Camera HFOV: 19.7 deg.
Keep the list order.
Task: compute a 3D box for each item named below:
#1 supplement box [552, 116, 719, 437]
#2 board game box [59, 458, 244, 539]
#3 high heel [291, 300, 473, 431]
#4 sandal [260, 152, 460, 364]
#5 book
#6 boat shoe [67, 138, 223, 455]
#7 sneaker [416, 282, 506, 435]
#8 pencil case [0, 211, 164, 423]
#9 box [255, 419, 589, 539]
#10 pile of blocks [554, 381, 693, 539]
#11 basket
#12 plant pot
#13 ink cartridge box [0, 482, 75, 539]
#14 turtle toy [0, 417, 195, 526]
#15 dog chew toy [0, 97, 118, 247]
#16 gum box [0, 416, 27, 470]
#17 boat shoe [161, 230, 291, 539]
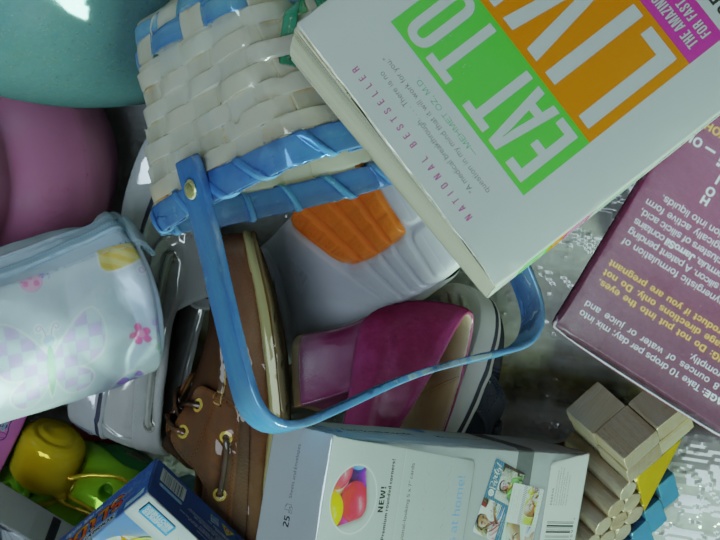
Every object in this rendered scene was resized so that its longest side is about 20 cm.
[{"bbox_3d":[0.191,-0.044,0.965,0.103,0.131,0.201,32,114,7],"label":"supplement box"},{"bbox_3d":[-0.082,0.207,1.052,0.135,0.035,0.200,-40,106,20],"label":"board game box"},{"bbox_3d":[0.023,0.117,1.019,0.095,0.067,0.202,-12,74,27],"label":"high heel"},{"bbox_3d":[-0.004,-0.007,1.088,0.206,0.059,0.080,-32,78,43],"label":"sandal"},{"bbox_3d":[0.089,-0.101,0.846,0.199,0.048,0.134,-38,85,-11],"label":"book"},{"bbox_3d":[-0.097,0.001,1.097,0.065,0.072,0.202,21,97,13],"label":"boat shoe"},{"bbox_3d":[0.035,0.105,1.100,0.078,0.079,0.201,39,107,52],"label":"sneaker"},{"bbox_3d":[-0.195,0.033,1.008,0.198,0.083,0.092,-15,118,-20],"label":"pencil case"},{"bbox_3d":[0.026,0.155,0.979,0.041,0.199,0.158,10,91,40],"label":"box"},{"bbox_3d":[0.112,0.137,1.096,0.062,0.082,0.201,42,112,38],"label":"pile of blocks"},{"bbox_3d":[-0.010,-0.041,0.932,0.139,0.175,0.202,-16,91,50],"label":"basket"},{"bbox_3d":[-0.118,-0.159,1.015,0.134,0.201,0.201,29,117,-19],"label":"plant pot"},{"bbox_3d":[-0.135,0.204,1.095,0.199,0.039,0.100,32,112,-12],"label":"ink cartridge box"},{"bbox_3d":[-0.166,0.141,1.162,0.199,0.101,0.147,29,115,7],"label":"turtle toy"},{"bbox_3d":[-0.218,-0.048,1.059,0.124,0.199,0.126,8,104,36],"label":"dog chew toy"},{"bbox_3d":[-0.276,0.061,1.140,0.200,0.066,0.114,37,104,38],"label":"gum box"},{"bbox_3d":[-0.068,0.081,1.055,0.067,0.072,0.202,-3,100,-4],"label":"boat shoe"}]
